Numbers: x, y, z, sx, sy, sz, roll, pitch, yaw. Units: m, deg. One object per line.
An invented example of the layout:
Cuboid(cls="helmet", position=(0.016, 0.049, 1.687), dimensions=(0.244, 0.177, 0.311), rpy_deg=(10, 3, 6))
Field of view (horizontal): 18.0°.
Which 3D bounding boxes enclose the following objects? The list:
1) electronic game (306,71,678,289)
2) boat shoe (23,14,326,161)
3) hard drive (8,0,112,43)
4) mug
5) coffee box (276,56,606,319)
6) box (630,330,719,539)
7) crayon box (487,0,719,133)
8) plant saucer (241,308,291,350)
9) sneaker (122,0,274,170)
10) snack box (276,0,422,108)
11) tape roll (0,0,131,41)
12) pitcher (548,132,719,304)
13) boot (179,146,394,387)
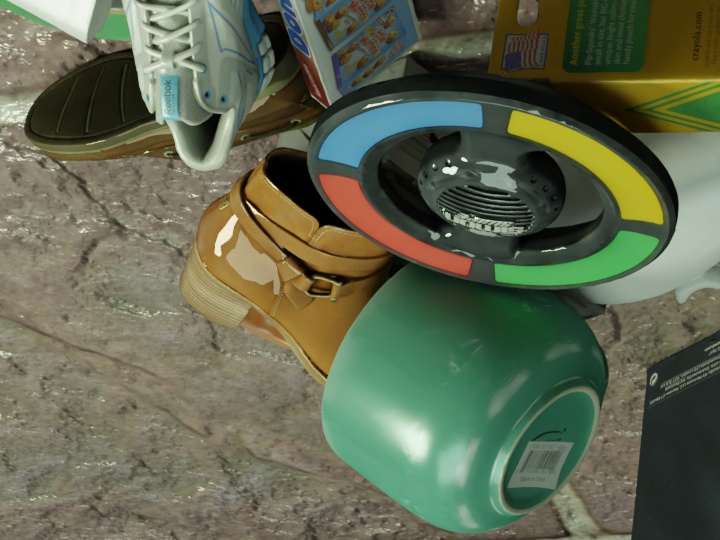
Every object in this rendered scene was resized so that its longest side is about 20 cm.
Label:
Cuboid(cls="electronic game", position=(0.069, -0.044, 1.201), dimensions=(0.199, 0.042, 0.200), rpy_deg=(11, 154, 5))
Cuboid(cls="boat shoe", position=(-0.110, -0.093, 1.375), dimensions=(0.199, 0.072, 0.068), rpy_deg=(-9, 144, 29))
Cuboid(cls="hard drive", position=(-0.206, -0.215, 1.146), dimensions=(0.200, 0.026, 0.132), rpy_deg=(29, 132, 8))
Cuboid(cls="mug", position=(0.081, 0.067, 1.331), dimensions=(0.114, 0.185, 0.152), rpy_deg=(35, 153, 34))
Cuboid(cls="coffee box", position=(0.054, -0.036, 1.414), dimensions=(0.200, 0.080, 0.113), rpy_deg=(33, 144, -33))
Cuboid(cls="box", position=(0.299, 0.170, 1.577), dimensions=(0.200, 0.199, 0.123), rpy_deg=(25, 146, -23))
Cuboid(cls="crayon box", position=(0.174, -0.136, 1.172), dimensions=(0.199, 0.126, 0.052), rpy_deg=(1, 149, 16))
Cuboid(cls="plant saucer", position=(-0.011, 0.029, 1.541), dimensions=(0.199, 0.038, 0.200), rpy_deg=(19, 167, 5))
Cuboid(cls="sneaker", position=(-0.092, -0.127, 1.208), dimensions=(0.075, 0.087, 0.200), rpy_deg=(2, 147, 16))
Cuboid(cls="snack box", position=(-0.016, -0.169, 1.225), dimensions=(0.024, 0.072, 0.200), rpy_deg=(41, 164, 31))
Cuboid(cls="tape roll", position=(-0.143, -0.203, 1.226), dimensions=(0.200, 0.048, 0.201), rpy_deg=(7, 150, 4))
Cuboid(cls="pitcher", position=(0.193, -0.030, 1.319), dimensions=(0.200, 0.121, 0.172), rpy_deg=(-17, 110, 40))
Cuboid(cls="boot", position=(0.000, 0.000, 1.357), dimensions=(0.200, 0.077, 0.155), rpy_deg=(26, 145, -9))
